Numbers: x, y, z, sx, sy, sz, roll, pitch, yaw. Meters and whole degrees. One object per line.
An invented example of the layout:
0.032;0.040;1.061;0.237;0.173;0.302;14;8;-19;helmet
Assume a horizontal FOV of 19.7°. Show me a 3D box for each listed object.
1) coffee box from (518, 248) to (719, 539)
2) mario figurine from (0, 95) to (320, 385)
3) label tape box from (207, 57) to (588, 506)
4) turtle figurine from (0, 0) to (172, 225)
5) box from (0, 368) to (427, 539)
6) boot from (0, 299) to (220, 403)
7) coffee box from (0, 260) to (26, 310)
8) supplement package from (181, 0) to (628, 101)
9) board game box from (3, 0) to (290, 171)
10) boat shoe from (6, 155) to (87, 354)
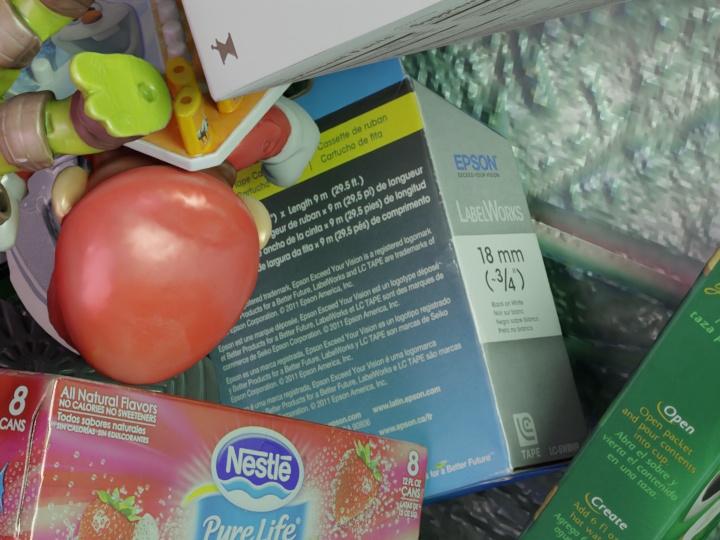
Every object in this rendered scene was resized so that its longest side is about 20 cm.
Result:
0.126;0.050;0.748;0.044;0.123;0.200;42;129;17;coffee box
-0.086;-0.039;0.776;0.123;0.200;0.106;-14;140;14;mario figurine
0.000;0.000;0.851;0.144;0.063;0.200;-21;80;39;label tape box
-0.135;-0.035;0.683;0.161;0.064;0.200;-28;56;30;turtle figurine
-0.076;0.093;0.743;0.100;0.200;0.096;3;81;40;box
-0.154;0.087;0.923;0.165;0.066;0.200;15;152;-6;boot
-0.215;0.097;1.015;0.044;0.123;0.200;35;124;15;coffee box
0.051;-0.157;0.621;0.151;0.200;0.152;-16;92;50;supplement package
-0.082;-0.139;0.773;0.200;0.200;0.026;22;146;26;board game box
-0.121;-0.050;0.866;0.072;0.070;0.201;98;155;-47;boat shoe
